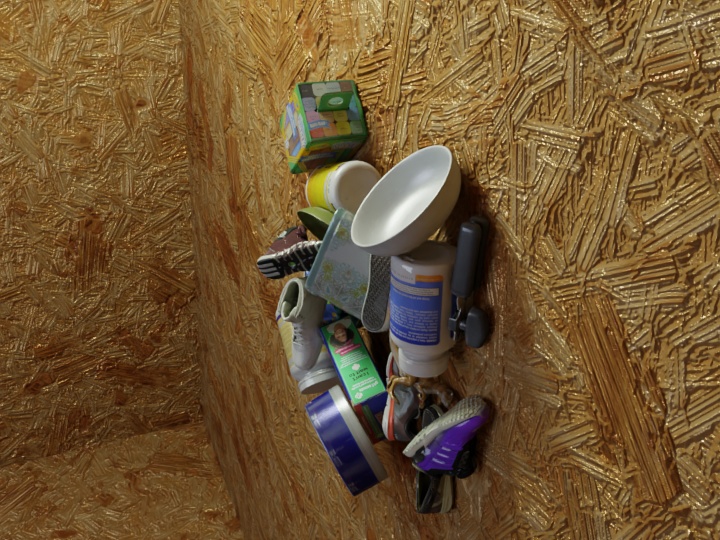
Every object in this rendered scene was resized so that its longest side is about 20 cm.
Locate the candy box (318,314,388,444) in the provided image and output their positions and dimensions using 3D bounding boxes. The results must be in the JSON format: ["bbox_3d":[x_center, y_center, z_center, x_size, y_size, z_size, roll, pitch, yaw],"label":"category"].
[{"bbox_3d":[0.001,0.217,1.436,0.200,0.077,0.170,60,173,41],"label":"candy box"}]

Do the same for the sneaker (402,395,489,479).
[{"bbox_3d":[0.160,0.279,1.166,0.100,0.069,0.200,48,136,5],"label":"sneaker"}]

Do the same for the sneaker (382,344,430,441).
[{"bbox_3d":[0.095,0.213,1.312,0.081,0.077,0.201,6,95,28],"label":"sneaker"}]

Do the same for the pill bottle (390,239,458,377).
[{"bbox_3d":[0.101,0.063,1.147,0.112,0.111,0.201,-137,42,-56],"label":"pill bottle"}]

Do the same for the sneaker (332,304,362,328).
[{"bbox_3d":[-0.021,0.050,1.448,0.077,0.079,0.201,33,143,36],"label":"sneaker"}]

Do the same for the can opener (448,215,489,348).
[{"bbox_3d":[0.171,0.022,1.067,0.067,0.053,0.201,21,123,28],"label":"can opener"}]

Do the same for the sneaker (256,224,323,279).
[{"bbox_3d":[-0.103,-0.053,1.417,0.116,0.199,0.076,-72,-34,-44],"label":"sneaker"}]

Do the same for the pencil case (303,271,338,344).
[{"bbox_3d":[-0.086,0.060,1.568,0.078,0.086,0.201,121,155,-47],"label":"pencil case"}]

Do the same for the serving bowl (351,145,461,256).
[{"bbox_3d":[0.079,-0.095,1.104,0.066,0.200,0.200,42,172,-24],"label":"serving bowl"}]

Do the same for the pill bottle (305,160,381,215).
[{"bbox_3d":[-0.039,-0.155,1.410,0.200,0.109,0.110,-167,69,-66],"label":"pill bottle"}]

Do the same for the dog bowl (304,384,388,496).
[{"bbox_3d":[-0.027,0.327,1.398,0.201,0.078,0.200,60,175,10],"label":"dog bowl"}]

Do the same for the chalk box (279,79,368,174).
[{"bbox_3d":[-0.068,-0.286,1.409,0.200,0.124,0.125,141,118,-66],"label":"chalk box"}]

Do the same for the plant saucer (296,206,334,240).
[{"bbox_3d":[-0.036,-0.063,1.412,0.200,0.031,0.200,36,171,7],"label":"plant saucer"}]

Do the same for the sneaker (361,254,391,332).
[{"bbox_3d":[0.058,0.005,1.222,0.073,0.084,0.201,22,99,32],"label":"sneaker"}]

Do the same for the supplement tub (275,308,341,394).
[{"bbox_3d":[-0.103,0.166,1.648,0.145,0.145,0.201,126,131,-60],"label":"supplement tub"}]

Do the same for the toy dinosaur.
[{"bbox_3d":[0.085,0.175,1.262,0.200,0.106,0.060,46,178,27],"label":"toy dinosaur"}]

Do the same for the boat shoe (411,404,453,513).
[{"bbox_3d":[0.123,0.336,1.268,0.073,0.064,0.201,-163,67,-67],"label":"boat shoe"}]

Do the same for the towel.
[{"bbox_3d":[0.000,0.000,1.311,0.048,0.170,0.201,-60,-3,-48],"label":"towel"}]

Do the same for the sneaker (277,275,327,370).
[{"bbox_3d":[-0.126,0.106,1.434,0.073,0.115,0.201,14,100,31],"label":"sneaker"}]
